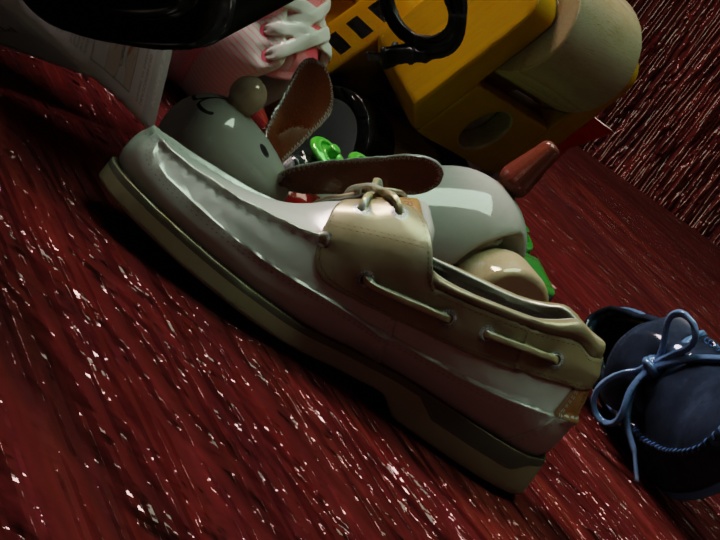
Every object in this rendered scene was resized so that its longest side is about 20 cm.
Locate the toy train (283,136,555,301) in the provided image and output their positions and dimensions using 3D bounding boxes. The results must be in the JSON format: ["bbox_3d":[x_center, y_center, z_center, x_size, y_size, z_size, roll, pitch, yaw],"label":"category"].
[{"bbox_3d":[0.029,-0.015,1.064,0.200,0.042,0.057,19,39,-49],"label":"toy train"}]

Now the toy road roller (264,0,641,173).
[{"bbox_3d":[0.036,-0.124,1.157,0.123,0.200,0.147,23,39,-56],"label":"toy road roller"}]

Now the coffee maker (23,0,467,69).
[{"bbox_3d":[-0.033,-0.155,0.858,0.200,0.134,0.193,-32,103,-46],"label":"coffee maker"}]

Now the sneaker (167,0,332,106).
[{"bbox_3d":[-0.031,-0.159,1.093,0.105,0.200,0.075,54,25,21],"label":"sneaker"}]

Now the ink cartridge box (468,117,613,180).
[{"bbox_3d":[0.043,-0.100,1.318,0.162,0.057,0.200,36,-10,-13],"label":"ink cartridge box"}]

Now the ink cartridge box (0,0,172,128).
[{"bbox_3d":[-0.130,-0.168,0.899,0.047,0.161,0.200,5,-16,22],"label":"ink cartridge box"}]

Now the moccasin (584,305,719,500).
[{"bbox_3d":[0.142,0.060,1.038,0.068,0.080,0.200,50,-6,-10],"label":"moccasin"}]

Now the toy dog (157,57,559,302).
[{"bbox_3d":[0.015,-0.039,0.926,0.132,0.097,0.200,41,13,32],"label":"toy dog"}]

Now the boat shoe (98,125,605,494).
[{"bbox_3d":[0.000,0.000,0.784,0.200,0.069,0.075,34,9,-18],"label":"boat shoe"}]
